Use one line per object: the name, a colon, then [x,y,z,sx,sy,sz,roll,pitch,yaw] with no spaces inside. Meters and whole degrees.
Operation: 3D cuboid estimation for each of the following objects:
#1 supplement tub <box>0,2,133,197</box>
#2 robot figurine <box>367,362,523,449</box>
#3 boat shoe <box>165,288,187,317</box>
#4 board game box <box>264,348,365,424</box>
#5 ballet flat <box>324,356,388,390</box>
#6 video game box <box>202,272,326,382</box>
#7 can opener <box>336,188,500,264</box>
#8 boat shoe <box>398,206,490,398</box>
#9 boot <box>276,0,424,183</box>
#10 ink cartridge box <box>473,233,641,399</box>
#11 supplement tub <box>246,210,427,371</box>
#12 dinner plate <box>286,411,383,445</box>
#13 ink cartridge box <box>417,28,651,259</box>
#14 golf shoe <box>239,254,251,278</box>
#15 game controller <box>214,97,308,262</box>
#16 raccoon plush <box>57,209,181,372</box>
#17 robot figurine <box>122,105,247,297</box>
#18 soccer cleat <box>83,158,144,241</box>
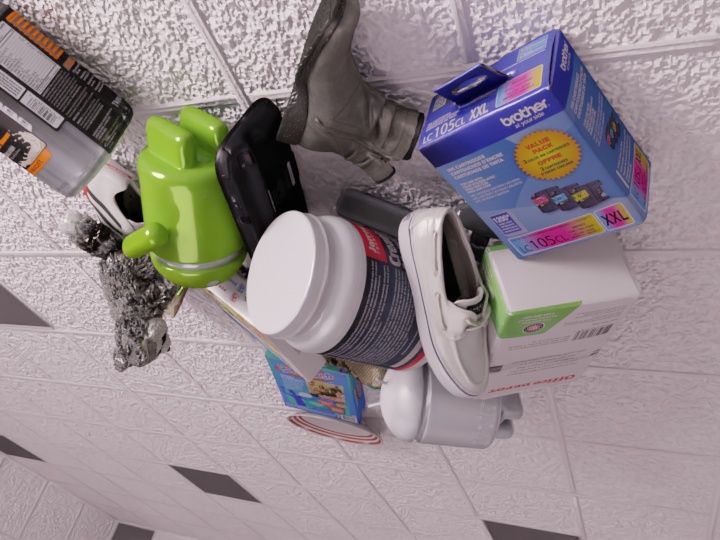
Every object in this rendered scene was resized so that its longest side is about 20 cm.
supplement tub: [-0.345,-0.181,0.674,0.199,0.125,0.121,39,142,-28]
robot figurine: [0.110,0.170,0.869,0.194,0.114,0.173,6,126,-5]
boat shoe: [-0.282,0.011,0.967,0.063,0.073,0.200,20,153,-12]
board game box: [-0.073,0.190,1.143,0.148,0.046,0.202,11,147,12]
ballet flat: [-0.022,0.113,0.977,0.198,0.067,0.077,15,123,49]
video game box: [-0.147,0.055,0.893,0.180,0.047,0.201,31,165,27]
can opener: [0.071,-0.055,0.723,0.195,0.068,0.053,16,-174,7]
boat shoe: [0.099,0.034,0.666,0.065,0.071,0.205,-7,99,53]
boot: [0.004,-0.160,0.597,0.128,0.069,0.200,19,155,-9]
ink cartridge box: [0.196,0.055,0.735,0.142,0.086,0.202,-8,147,-8]
supplement tub: [-0.008,0.025,0.712,0.197,0.144,0.139,17,153,-38]
dinner plate: [-0.049,0.305,1.295,0.195,0.025,0.201,11,156,5]
ink cartridge box: [0.145,-0.110,0.579,0.135,0.078,0.199,-19,130,43]
golf shoe: [-0.084,-0.006,0.860,0.094,0.079,0.199,-34,121,24]
game controller: [-0.099,-0.082,0.710,0.041,0.106,0.202,11,146,16]
raccoon plush: [-0.320,0.037,0.841,0.197,0.136,0.096,31,146,-17]
robot figurine: [-0.181,-0.070,0.729,0.114,0.174,0.204,27,130,30]
soccer cleat: [-0.305,-0.063,0.873,0.083,0.069,0.202,20,143,17]
